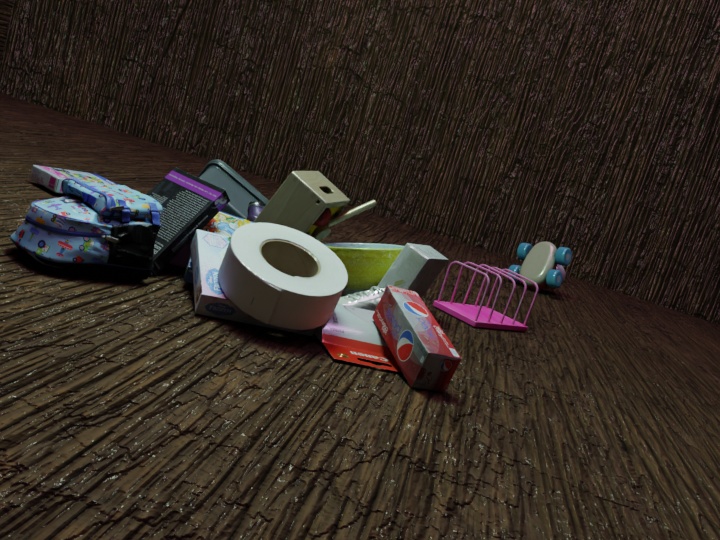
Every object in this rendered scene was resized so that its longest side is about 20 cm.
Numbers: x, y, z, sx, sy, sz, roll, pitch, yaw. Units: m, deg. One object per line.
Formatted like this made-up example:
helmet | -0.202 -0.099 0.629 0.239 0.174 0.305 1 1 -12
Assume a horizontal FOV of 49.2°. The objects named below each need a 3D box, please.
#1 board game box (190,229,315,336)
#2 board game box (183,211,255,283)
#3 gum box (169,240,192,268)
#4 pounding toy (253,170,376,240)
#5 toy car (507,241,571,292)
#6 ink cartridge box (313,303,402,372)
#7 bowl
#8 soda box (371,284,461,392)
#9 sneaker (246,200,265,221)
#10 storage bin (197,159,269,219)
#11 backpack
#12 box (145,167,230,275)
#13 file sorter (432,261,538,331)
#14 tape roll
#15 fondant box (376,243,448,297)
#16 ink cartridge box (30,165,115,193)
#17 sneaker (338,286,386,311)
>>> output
board game box | -0.181 0.018 1.323 0.199 0.041 0.200 13 29 -23
board game box | -0.240 -0.032 1.438 0.135 0.035 0.200 18 34 -15
gum box | -0.349 -0.061 1.566 0.113 0.066 0.200 17 10 -7
pounding toy | -0.097 -0.119 1.685 0.142 0.184 0.200 43 17 8
toy car | 0.646 0.019 2.724 0.184 0.177 0.200 8 -27 43
ink cartridge box | 0.005 0.107 1.310 0.162 0.057 0.200 14 6 -22
bowl | 0.000 0.000 1.664 0.200 0.108 0.200 2 5 0
soda box | 0.086 0.107 1.263 0.063 0.070 0.200 13 25 -25
sneaker | -0.208 -0.105 1.839 0.076 0.088 0.200 -8 -17 10
storage bin | -0.333 -0.148 1.874 0.200 0.146 0.134 41 19 -4
backpack | -0.447 -0.071 1.270 0.200 0.135 0.182 3 16 -45
box | -0.354 -0.094 1.432 0.143 0.200 0.036 26 -29 32
file sorter | 0.303 0.058 1.866 0.200 0.126 0.139 8 13 -42
tape roll | -0.125 0.007 1.268 0.202 0.071 0.203 21 28 -12
fondant box | 0.100 0.019 1.617 0.058 0.144 0.200 37 11 15
ink cartridge box | -0.666 -0.208 1.883 0.119 0.042 0.200 25 11 36
sneaker | 0.013 0.064 1.468 0.200 0.081 0.075 10 14 -31
